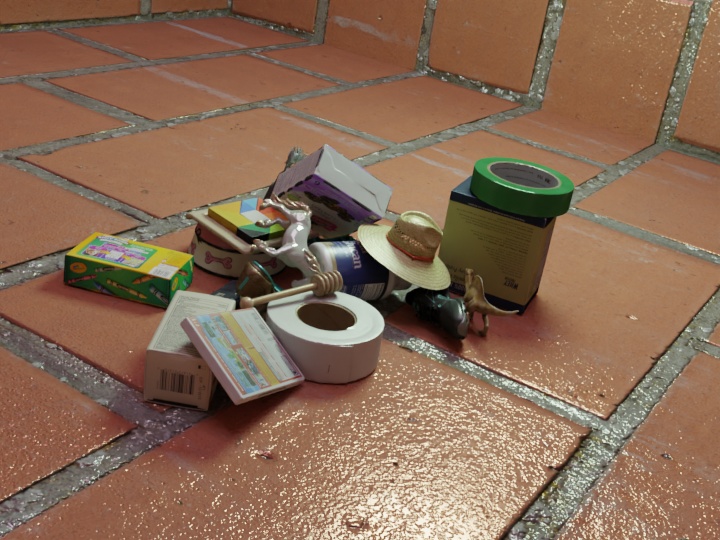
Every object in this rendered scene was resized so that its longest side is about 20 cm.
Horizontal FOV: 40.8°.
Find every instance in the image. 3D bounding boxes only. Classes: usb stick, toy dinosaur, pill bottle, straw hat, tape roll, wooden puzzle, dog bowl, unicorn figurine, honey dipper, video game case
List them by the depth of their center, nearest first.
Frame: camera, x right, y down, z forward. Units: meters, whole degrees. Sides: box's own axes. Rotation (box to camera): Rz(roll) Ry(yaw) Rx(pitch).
[{"bbox_3d":[-0.170,0.121,1.428,0.144,0.017,0.199,53,19,13],"label":"video game case"},{"bbox_3d":[-0.061,0.105,1.594,0.198,0.072,0.203,9,23,-4],"label":"tape roll"},{"bbox_3d":[-0.114,0.038,1.597,0.198,0.039,0.038,-16,34,-39],"label":"honey dipper"},{"bbox_3d":[-0.250,0.062,1.662,0.055,0.033,0.200,19,25,18],"label":"usb stick"},{"bbox_3d":[-0.126,-0.043,1.718,0.135,0.204,0.074,14,-19,-11],"label":"unicorn figurine"},{"bbox_3d":[0.213,0.064,1.759,0.057,0.103,0.200,2,24,-19],"label":"toy dinosaur"},{"bbox_3d":[0.099,-0.060,1.771,0.198,0.086,0.202,25,25,-13],"label":"straw hat"},{"bbox_3d":[0.000,0.000,1.804,0.197,0.113,0.111,-3,26,-29],"label":"pill bottle"},{"bbox_3d":[-0.205,-0.092,1.839,0.198,0.038,0.183,27,29,34],"label":"wooden puzzle"},{"bbox_3d":[0.312,-0.163,1.872,0.196,0.049,0.201,9,23,-4],"label":"tape roll"},{"bbox_3d":[-0.236,-0.057,1.887,0.196,0.075,0.201,8,23,-4],"label":"dog bowl"}]

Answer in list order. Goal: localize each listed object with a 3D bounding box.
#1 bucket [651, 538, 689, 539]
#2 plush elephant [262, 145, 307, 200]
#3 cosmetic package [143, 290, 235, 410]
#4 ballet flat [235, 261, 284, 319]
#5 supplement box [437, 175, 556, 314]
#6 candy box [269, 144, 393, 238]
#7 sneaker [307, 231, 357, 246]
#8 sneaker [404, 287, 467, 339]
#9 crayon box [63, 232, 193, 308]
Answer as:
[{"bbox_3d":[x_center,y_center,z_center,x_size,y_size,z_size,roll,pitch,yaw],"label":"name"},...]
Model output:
[{"bbox_3d":[0.352,0.399,1.011,0.203,0.137,0.208,9,24,-4],"label":"bucket"},{"bbox_3d":[-0.113,-0.148,2.055,0.153,0.203,0.165,19,10,-26],"label":"plush elephant"},{"bbox_3d":[-0.256,0.117,1.464,0.101,0.089,0.201,9,24,0],"label":"cosmetic package"},{"bbox_3d":[-0.167,0.046,1.655,0.068,0.072,0.200,42,-4,19],"label":"ballet flat"},{"bbox_3d":[0.269,-0.053,1.922,0.197,0.204,0.134,18,24,19],"label":"supplement box"},{"bbox_3d":[-0.060,-0.144,1.879,0.166,0.073,0.199,31,-26,-22],"label":"candy box"},{"bbox_3d":[-0.021,-0.029,1.903,0.196,0.081,0.078,9,23,-4],"label":"sneaker"},{"bbox_3d":[0.140,0.077,1.759,0.078,0.077,0.200,-6,18,-12],"label":"sneaker"},{"bbox_3d":[-0.408,-0.003,1.711,0.196,0.059,0.119,13,23,7],"label":"crayon box"}]
